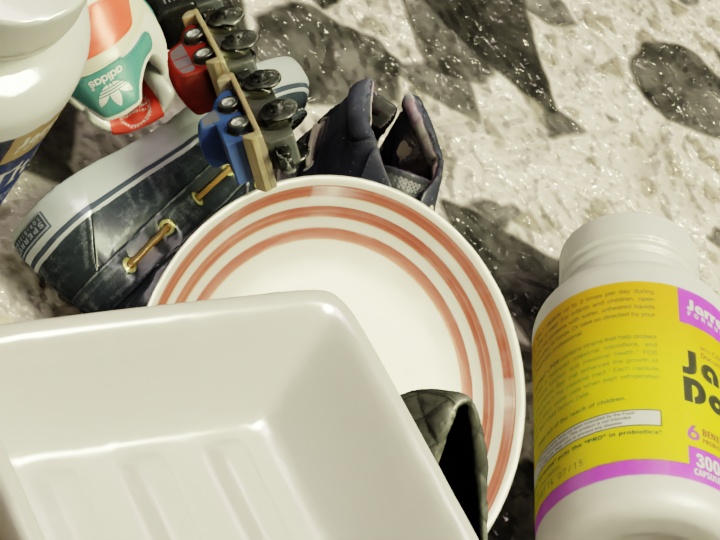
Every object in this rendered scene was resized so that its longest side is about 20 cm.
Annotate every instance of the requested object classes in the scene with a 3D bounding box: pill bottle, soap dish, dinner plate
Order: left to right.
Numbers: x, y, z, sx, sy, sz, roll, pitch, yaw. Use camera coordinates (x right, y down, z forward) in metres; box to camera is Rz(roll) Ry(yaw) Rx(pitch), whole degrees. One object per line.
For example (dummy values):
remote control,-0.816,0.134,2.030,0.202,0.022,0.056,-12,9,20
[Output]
pill bottle,-0.176,-0.085,0.961,0.110,0.200,0.112,12,59,-21
soap dish,-0.062,0.091,0.822,0.199,0.081,0.158,-6,58,-43
dinner plate,-0.015,0.058,1.056,0.199,0.024,0.202,3,84,-28
pill bottle,0.137,0.067,1.161,0.104,0.104,0.201,23,44,-21

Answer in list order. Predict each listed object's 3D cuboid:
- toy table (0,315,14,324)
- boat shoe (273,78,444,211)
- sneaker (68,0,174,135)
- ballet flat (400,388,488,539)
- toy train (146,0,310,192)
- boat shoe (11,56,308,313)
toy table,-0.135,0.127,0.886,0.183,0.117,0.201,-13,63,-44
boat shoe,0.000,0.000,1.119,0.074,0.093,0.201,14,49,-30
sneaker,-0.128,-0.107,1.093,0.094,0.070,0.200,64,-3,-7
ballet flat,0.037,0.151,1.017,0.066,0.057,0.201,-5,80,-37
toy train,-0.068,-0.096,1.089,0.046,0.034,0.200,-20,36,-7
boat shoe,-0.072,-0.026,1.112,0.091,0.071,0.200,49,46,3
